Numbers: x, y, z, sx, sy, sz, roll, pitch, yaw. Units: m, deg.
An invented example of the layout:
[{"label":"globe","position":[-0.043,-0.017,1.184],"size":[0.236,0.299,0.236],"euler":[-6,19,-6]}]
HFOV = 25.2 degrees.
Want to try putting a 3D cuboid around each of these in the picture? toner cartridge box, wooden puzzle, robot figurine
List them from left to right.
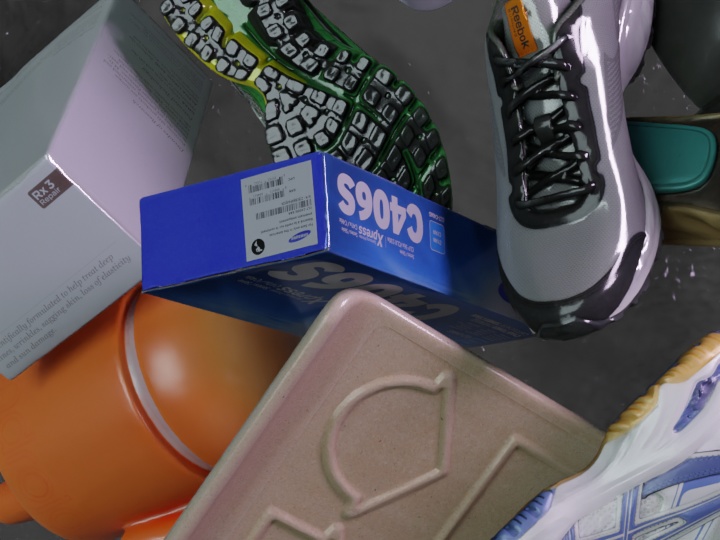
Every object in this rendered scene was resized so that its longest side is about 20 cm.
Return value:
[{"label":"robot figurine","position":[-0.109,0.070,0.830],"size":[0.200,0.117,0.144],"euler":[-28,39,26]},{"label":"toner cartridge box","position":[0.000,0.000,0.720],"size":[0.095,0.200,0.043],"euler":[-11,74,31]},{"label":"wooden puzzle","position":[0.018,0.119,0.718],"size":[0.185,0.200,0.046],"euler":[-55,22,13]}]

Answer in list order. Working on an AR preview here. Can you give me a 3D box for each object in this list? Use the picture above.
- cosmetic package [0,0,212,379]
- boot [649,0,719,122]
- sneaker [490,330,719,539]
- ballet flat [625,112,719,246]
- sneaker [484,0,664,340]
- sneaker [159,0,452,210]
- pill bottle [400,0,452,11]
[{"label":"cosmetic package","position":[-0.151,-0.051,0.830],"size":[0.113,0.081,0.200],"euler":[-35,26,24]},{"label":"boot","position":[0.165,-0.176,0.726],"size":[0.138,0.077,0.200],"euler":[-37,57,35]},{"label":"sneaker","position":[0.105,0.118,0.653],"size":[0.200,0.075,0.088],"euler":[-44,82,9]},{"label":"ballet flat","position":[0.170,-0.037,0.702],"size":[0.200,0.063,0.069],"euler":[7,63,37]},{"label":"sneaker","position":[0.081,-0.065,0.684],"size":[0.074,0.079,0.201],"euler":[-12,62,30]},{"label":"sneaker","position":[-0.018,-0.091,0.826],"size":[0.078,0.085,0.200],"euler":[-38,79,9]},{"label":"pill bottle","position":[-0.021,-0.211,0.819],"size":[0.200,0.111,0.111],"euler":[41,104,29]}]
